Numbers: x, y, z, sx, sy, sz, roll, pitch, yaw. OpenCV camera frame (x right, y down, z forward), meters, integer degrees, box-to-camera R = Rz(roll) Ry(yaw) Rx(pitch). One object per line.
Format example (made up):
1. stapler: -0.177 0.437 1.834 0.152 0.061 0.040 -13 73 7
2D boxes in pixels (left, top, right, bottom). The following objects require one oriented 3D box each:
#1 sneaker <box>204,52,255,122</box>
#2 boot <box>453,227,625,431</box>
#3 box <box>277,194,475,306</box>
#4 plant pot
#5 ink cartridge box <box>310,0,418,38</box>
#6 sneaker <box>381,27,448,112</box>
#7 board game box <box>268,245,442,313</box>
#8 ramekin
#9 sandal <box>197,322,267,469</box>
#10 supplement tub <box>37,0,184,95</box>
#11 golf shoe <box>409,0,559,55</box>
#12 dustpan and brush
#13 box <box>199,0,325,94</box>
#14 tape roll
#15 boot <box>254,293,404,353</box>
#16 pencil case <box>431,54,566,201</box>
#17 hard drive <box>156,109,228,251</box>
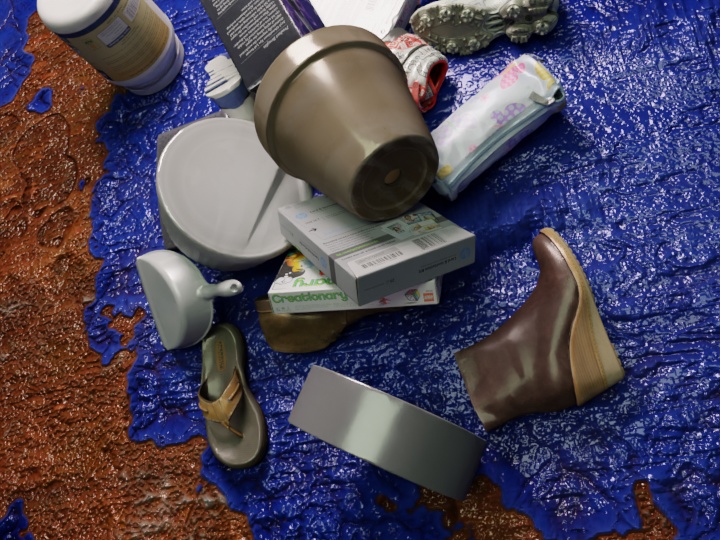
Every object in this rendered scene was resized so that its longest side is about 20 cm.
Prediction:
1. sneaker: -0.171 -0.256 1.044 0.080 0.115 0.200 -22 35 11
2. boot: 0.181 0.063 0.786 0.166 0.072 0.200 -21 68 11
3. box: 0.013 -0.043 0.831 0.156 0.041 0.200 -20 36 -24
4. plant pot: -0.002 -0.157 0.824 0.200 0.200 0.174 -39 53 4
5. ink cartridge box: -0.026 -0.384 1.056 0.200 0.042 0.120 22 80 24
6. sneaker: 0.031 -0.234 0.961 0.108 0.067 0.201 39 87 28
7. board game box: 0.000 0.000 0.855 0.200 0.035 0.126 -5 31 14
8. ramekin: -0.170 -0.091 0.926 0.202 0.094 0.203 8 66 -19
9. sandal: -0.174 0.155 0.900 0.082 0.055 0.200 -19 65 14
10. supplement tub: -0.384 -0.382 1.103 0.144 0.200 0.145 -7 68 19
11. golf shoe: 0.170 -0.356 0.964 0.200 0.078 0.097 1 51 19
12. dustpan and brush: -0.217 0.033 0.912 0.200 0.057 0.140 -7 102 55
13. box: -0.121 -0.336 0.982 0.104 0.148 0.200 -35 74 19
14. tape roll: 0.027 0.168 0.734 0.200 0.200 0.066 18 77 26
15. boot: -0.032 0.058 0.889 0.200 0.074 0.076 -8 98 14
16. pencil case: 0.160 -0.176 0.879 0.200 0.083 0.091 -39 47 5
17. hard drive: -0.234 -0.130 1.039 0.135 0.042 0.200 -17 66 15
